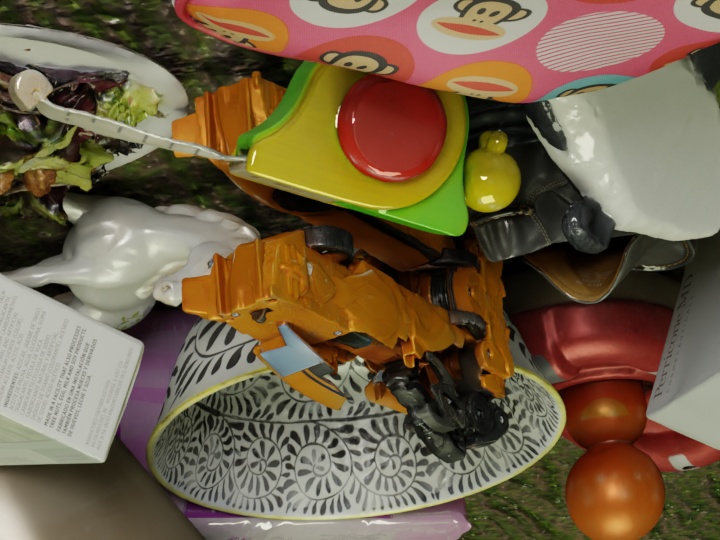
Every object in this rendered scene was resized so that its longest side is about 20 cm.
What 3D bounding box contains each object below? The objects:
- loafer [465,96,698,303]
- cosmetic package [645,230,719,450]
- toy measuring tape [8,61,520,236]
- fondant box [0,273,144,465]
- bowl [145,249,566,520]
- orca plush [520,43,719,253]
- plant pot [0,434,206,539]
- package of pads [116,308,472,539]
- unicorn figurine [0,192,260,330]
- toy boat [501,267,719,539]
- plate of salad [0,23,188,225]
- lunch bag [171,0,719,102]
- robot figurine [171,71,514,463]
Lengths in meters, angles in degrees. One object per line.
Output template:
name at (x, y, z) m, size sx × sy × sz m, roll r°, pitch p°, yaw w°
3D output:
loafer at (0.094, -0.019, 1.290) m, size 0.072 × 0.073 × 0.200 m, roll -16°, pitch 161°, yaw 30°
cosmetic package at (0.210, 0.013, 1.353) m, size 0.074 × 0.102 × 0.200 m, roll 23°, pitch 155°, yaw -13°
toy measuring tape at (-0.029, -0.067, 1.109) m, size 0.199 × 0.074 × 0.074 m, roll 16°, pitch 158°, yaw -15°
fondant box at (-0.212, 0.020, 1.231) m, size 0.199 × 0.059 × 0.144 m, roll 29°, pitch 161°, yaw -29°
bowl at (-0.006, 0.039, 1.403) m, size 0.199 × 0.095 × 0.201 m, roll -5°, pitch 155°, yaw -2°
orca plush at (0.073, -0.068, 1.135) m, size 0.071 × 0.106 × 0.200 m, roll 23°, pitch -174°, yaw 38°
plant pot at (-0.143, 0.164, 1.374) m, size 0.199 × 0.174 × 0.200 m, roll -27°, pitch -174°, yaw 3°
package of pads at (-0.042, 0.084, 1.516) m, size 0.199 × 0.121 × 0.076 m, roll 2°, pitch 162°, yaw -21°
unicorn figurine at (-0.118, 0.000, 1.328) m, size 0.136 × 0.074 × 0.200 m, roll -2°, pitch 179°, yaw -10°
toy boat at (0.128, 0.076, 1.513) m, size 0.130 × 0.132 × 0.200 m, roll -15°, pitch 160°, yaw 33°
plate of salad at (-0.166, -0.052, 1.161) m, size 0.199 × 0.048 × 0.200 m, roll -4°, pitch 163°, yaw -1°
lunch bag at (0.053, -0.121, 0.925) m, size 0.199 × 0.082 × 0.176 m, roll 8°, pitch 159°, yaw -34°
robot figurine at (0.000, 0.000, 1.219) m, size 0.058 × 0.146 × 0.200 m, roll -17°, pitch 153°, yaw 27°
